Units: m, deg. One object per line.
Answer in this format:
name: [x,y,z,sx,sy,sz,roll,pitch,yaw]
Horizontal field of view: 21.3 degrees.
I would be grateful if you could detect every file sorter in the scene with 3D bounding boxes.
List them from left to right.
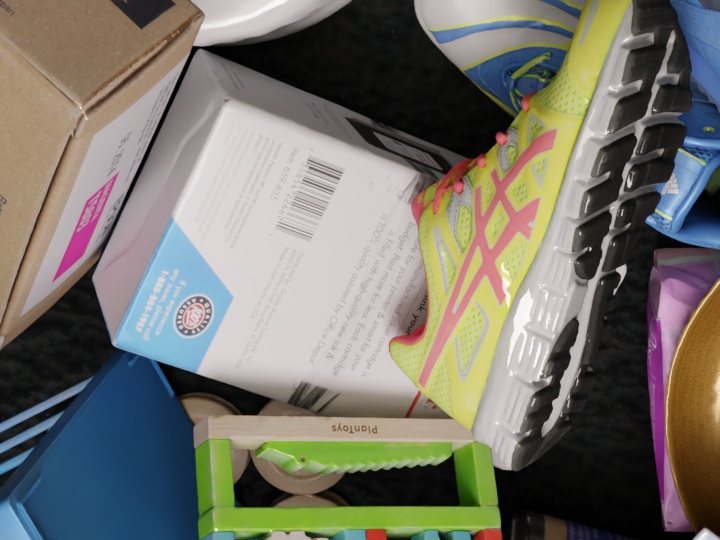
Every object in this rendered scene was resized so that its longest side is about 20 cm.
file sorter: [-0.130,0.142,0.805,0.122,0.200,0.139,-28,100,14]

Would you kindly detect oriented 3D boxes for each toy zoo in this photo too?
toy zoo: [0.003,0.158,0.763,0.131,0.020,0.201,2,69,-24]

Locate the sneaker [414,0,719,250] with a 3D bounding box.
sneaker: [0.111,-0.072,0.793,0.199,0.105,0.076,28,108,-3]

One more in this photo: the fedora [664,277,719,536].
fedora: [0.216,0.075,0.755,0.199,0.082,0.202,2,109,5]

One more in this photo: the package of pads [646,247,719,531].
package of pads: [0.225,0.050,0.830,0.199,0.076,0.121,-2,104,6]

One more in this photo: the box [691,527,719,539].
box: [0.180,0.197,0.764,0.199,0.048,0.122,31,110,-20]

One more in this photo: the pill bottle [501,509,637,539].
pill bottle: [0.148,0.185,0.852,0.199,0.112,0.112,16,105,1]

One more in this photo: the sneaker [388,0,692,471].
sneaker: [0.061,-0.025,0.744,0.090,0.078,0.201,28,111,26]

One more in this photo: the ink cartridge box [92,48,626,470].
ink cartridge box: [0.000,0.000,0.822,0.199,0.067,0.116,21,106,-24]

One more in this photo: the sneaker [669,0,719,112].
sneaker: [0.178,-0.088,0.741,0.200,0.066,0.079,49,145,24]

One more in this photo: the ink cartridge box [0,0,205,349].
ink cartridge box: [-0.164,-0.083,0.763,0.165,0.075,0.200,43,146,5]

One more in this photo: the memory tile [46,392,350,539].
memory tile: [-0.072,0.155,0.913,0.152,0.017,0.201,-3,104,6]

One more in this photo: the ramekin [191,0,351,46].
ramekin: [-0.069,-0.187,0.785,0.199,0.098,0.202,1,104,5]
